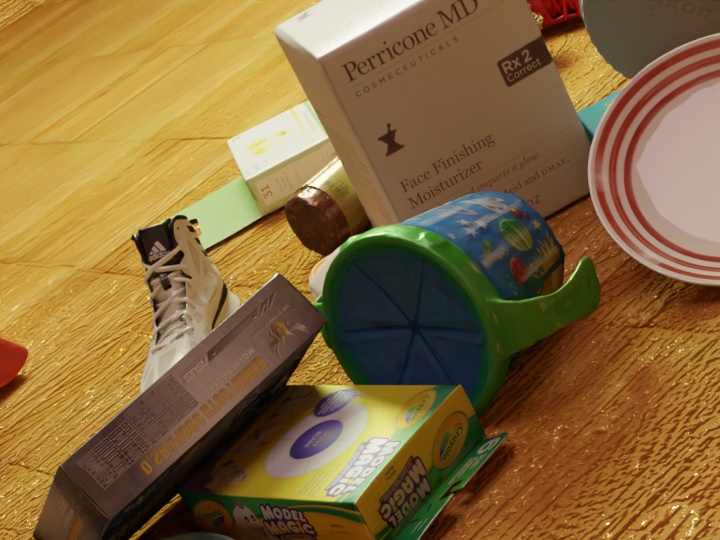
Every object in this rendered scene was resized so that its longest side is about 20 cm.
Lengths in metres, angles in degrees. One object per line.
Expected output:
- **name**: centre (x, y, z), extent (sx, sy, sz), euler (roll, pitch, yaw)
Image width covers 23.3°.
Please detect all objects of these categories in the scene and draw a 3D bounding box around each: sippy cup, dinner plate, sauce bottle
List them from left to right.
- **sauce bottle**: centre (0.020, -0.092, 1.505), extent (0.200, 0.066, 0.066), euler (-41, 25, -29)
- **sippy cup**: centre (0.065, 0.014, 1.140), extent (0.177, 0.140, 0.130), euler (33, 41, 20)
- **dinner plate**: centre (0.248, -0.072, 1.139), extent (0.198, 0.024, 0.201), euler (-10, 56, 14)

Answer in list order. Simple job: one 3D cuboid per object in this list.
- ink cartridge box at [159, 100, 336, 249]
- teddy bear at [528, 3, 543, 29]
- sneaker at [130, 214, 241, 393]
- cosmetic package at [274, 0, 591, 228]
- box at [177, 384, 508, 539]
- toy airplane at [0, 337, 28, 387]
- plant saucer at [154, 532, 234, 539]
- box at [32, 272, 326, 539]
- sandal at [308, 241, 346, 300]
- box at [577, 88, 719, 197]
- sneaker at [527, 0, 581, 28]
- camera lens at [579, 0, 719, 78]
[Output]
- **ink cartridge box**: centre (-0.110, -0.089, 1.683), extent (0.199, 0.048, 0.146), euler (-26, 22, -1)
- **teddy bear**: centre (0.087, -0.179, 1.639), extent (0.200, 0.067, 0.145), euler (-48, 23, -25)
- **sneaker**: centre (-0.156, 0.029, 1.376), extent (0.075, 0.116, 0.201), euler (-22, 22, 14)
- **cosmetic package**: centre (0.059, -0.132, 1.358), extent (0.164, 0.201, 0.165), euler (-30, 21, -5)
- **box**: centre (-0.011, 0.122, 1.086), extent (0.199, 0.049, 0.117), euler (-2, 33, 46)
- **toy airplane**: centre (-0.406, 0.095, 1.503), extent (0.197, 0.142, 0.200), euler (-11, -9, 9)
- **plant saucer**: centre (-0.146, 0.231, 1.033), extent (0.199, 0.028, 0.200), euler (-24, 22, 11)
- **box**: centre (-0.120, 0.106, 1.147), extent (0.200, 0.048, 0.159), euler (-42, -6, -29)
- **sandal**: centre (-0.007, 0.004, 1.327), extent (0.079, 0.059, 0.207), euler (-32, 22, -9)
- **box**: centre (0.222, -0.086, 1.263), extent (0.082, 0.049, 0.200), euler (-27, 21, 3)
- **sneaker**: centre (0.210, -0.272, 1.662), extent (0.199, 0.079, 0.116), euler (-25, 20, 11)
- **camera lens**: centre (0.262, -0.252, 1.416), extent (0.159, 0.161, 0.200), euler (-18, 24, 24)
